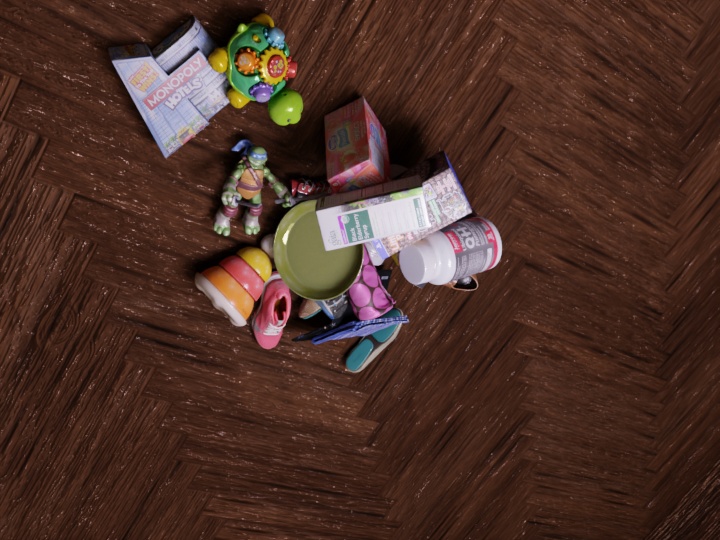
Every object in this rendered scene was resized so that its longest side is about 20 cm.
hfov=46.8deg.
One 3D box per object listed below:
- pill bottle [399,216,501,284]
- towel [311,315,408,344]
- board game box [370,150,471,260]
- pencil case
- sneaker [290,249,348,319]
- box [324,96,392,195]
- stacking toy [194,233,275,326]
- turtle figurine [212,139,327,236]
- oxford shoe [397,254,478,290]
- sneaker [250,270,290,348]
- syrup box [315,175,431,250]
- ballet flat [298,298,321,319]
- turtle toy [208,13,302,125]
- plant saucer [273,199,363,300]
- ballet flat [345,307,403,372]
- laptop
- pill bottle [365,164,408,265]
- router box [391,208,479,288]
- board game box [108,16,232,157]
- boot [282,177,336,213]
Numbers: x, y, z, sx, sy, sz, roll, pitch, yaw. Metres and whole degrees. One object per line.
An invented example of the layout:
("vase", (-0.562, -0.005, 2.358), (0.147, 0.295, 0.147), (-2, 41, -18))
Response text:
("pill bottle", (0.176, -0.035, 1.651), (0.198, 0.111, 0.112), (-16, 132, -34))
("towel", (0.000, 0.136, 1.878), (0.144, 0.024, 0.199), (-23, 167, 38))
("board game box", (0.102, -0.130, 1.621), (0.198, 0.160, 0.098), (-28, 107, 10))
("pencil case", (0.000, 0.000, 1.730), (0.093, 0.091, 0.202), (-24, 97, -20))
("sneaker", (-0.100, 0.020, 1.768), (0.078, 0.201, 0.090), (-23, 162, -40))
("box", (-0.005, -0.223, 1.596), (0.094, 0.202, 0.103), (-22, 134, 18))
("stacking toy", (-0.233, 0.002, 1.738), (0.200, 0.146, 0.147), (-45, 133, -12))
("turtle figurine", (-0.205, -0.127, 1.603), (0.144, 0.200, 0.195), (-41, 169, -43))
("oxford shoe", (0.167, -0.003, 1.728), (0.198, 0.072, 0.072), (13, 120, -30))
("sneaker", (-0.195, 0.104, 1.833), (0.073, 0.087, 0.202), (-3, 125, -22))
("syrup box", (0.022, -0.104, 1.503), (0.197, 0.082, 0.080), (-13, 112, 5))
("ballet flat", (-0.068, 0.027, 1.856), (0.199, 0.070, 0.066), (-37, 122, -7))
("turtle toy", (-0.167, -0.348, 1.474), (0.146, 0.100, 0.201), (-47, 134, -22))
("plant saucer", (-0.081, -0.041, 1.680), (0.201, 0.200, 0.031), (-51, 167, 16))
("ballet flat", (0.041, 0.168, 2.014), (0.069, 0.070, 0.200), (32, 109, -38))
("laptop", (-0.041, 0.080, 1.876), (0.199, 0.105, 0.176), (-24, 166, 37))
("pill bottle", (0.059, -0.116, 1.776), (0.108, 0.109, 0.201), (15, 117, -33))
("router box", (0.150, -0.087, 1.808), (0.052, 0.158, 0.201), (29, 108, -38))
("board game box", (-0.334, -0.337, 1.461), (0.199, 0.062, 0.200), (-37, 132, 5))
("boot", (-0.062, -0.175, 1.703), (0.200, 0.073, 0.144), (-45, 129, 15))
